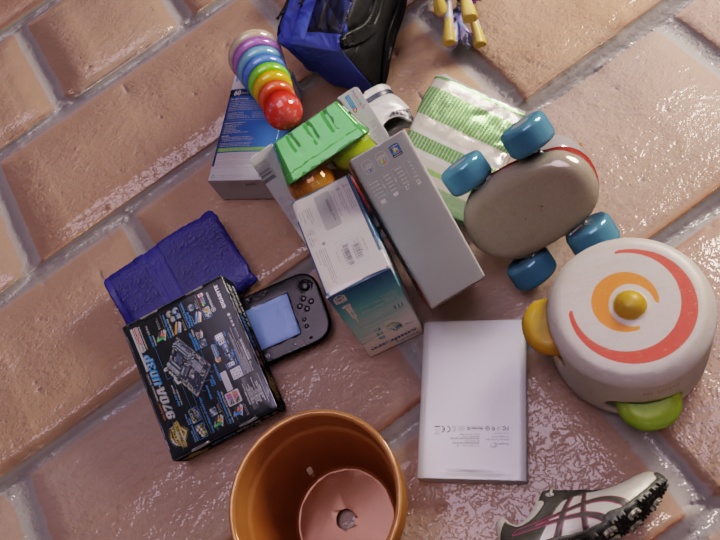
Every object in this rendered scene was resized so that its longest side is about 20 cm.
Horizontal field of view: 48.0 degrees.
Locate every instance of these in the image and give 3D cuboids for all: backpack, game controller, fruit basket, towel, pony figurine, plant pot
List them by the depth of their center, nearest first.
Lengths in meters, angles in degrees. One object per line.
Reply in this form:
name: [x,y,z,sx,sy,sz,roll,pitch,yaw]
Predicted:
plant pot: [-0.033,0.276,0.933,0.199,0.140,0.201,-7,63,14]
game controller: [-0.139,0.082,1.119,0.199,0.042,0.105,-24,60,6]
towel: [0.136,-0.167,1.132,0.152,0.023,0.201,24,73,-4]
fruit basket: [-0.027,-0.125,1.142,0.185,0.094,0.201,-35,103,0]
towel: [-0.264,0.019,1.190,0.199,0.050,0.148,-34,67,-2]
pony figurine: [0.144,-0.441,1.224,0.165,0.193,0.201,-11,81,15]
backpack: [-0.026,-0.404,1.234,0.167,0.162,0.201,17,84,23]

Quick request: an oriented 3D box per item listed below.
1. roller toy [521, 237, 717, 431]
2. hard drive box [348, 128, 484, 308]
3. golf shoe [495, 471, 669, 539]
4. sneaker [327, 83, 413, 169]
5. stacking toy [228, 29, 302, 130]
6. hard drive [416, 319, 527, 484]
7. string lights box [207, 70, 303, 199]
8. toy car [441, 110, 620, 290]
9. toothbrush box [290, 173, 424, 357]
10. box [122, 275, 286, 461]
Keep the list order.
roller toy: [0.308,0.061,0.932,0.200,0.140,0.183,35,78,29]
hard drive box: [0.066,-0.064,1.014,0.077,0.156,0.201,-30,92,1]
golf shoe: [0.242,0.267,0.891,0.199,0.077,0.088,-32,52,0]
sneaker: [-0.014,-0.193,1.202,0.200,0.076,0.081,-37,69,-1]
stacking toy: [-0.134,-0.270,1.174,0.085,0.086,0.200,-28,45,3]
hard drive: [0.140,0.160,1.002,0.131,0.026,0.201,-3,64,16]
string lights box: [-0.161,-0.213,1.261,0.102,0.059,0.201,2,65,18]
toy car: [0.232,-0.112,1.058,0.176,0.185,0.200,-31,12,31]
toothbrush box: [0.000,0.000,1.025,0.085,0.200,0.147,-25,59,3]
box: [-0.211,0.131,1.085,0.158,0.046,0.201,-28,75,5]
